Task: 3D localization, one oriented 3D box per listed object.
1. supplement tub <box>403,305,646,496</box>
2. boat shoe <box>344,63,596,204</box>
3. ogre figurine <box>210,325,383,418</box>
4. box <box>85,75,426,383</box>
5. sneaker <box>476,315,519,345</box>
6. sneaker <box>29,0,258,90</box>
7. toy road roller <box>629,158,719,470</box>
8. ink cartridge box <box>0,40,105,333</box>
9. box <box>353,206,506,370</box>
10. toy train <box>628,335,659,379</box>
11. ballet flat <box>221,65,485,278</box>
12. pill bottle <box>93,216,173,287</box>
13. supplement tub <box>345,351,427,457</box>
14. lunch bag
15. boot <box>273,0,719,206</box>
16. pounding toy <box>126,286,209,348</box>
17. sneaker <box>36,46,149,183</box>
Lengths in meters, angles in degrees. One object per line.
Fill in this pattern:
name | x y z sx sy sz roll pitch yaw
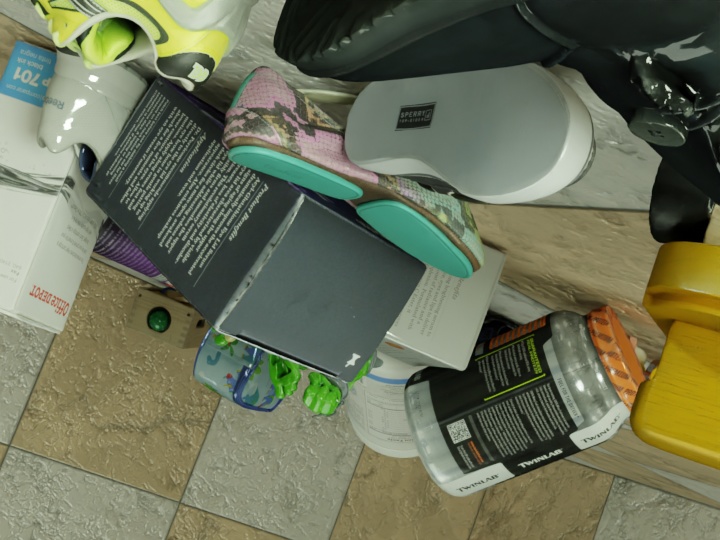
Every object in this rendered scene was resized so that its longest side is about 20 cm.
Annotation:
supplement tub | 0.149 0.114 1.064 0.199 0.124 0.122 -25 152 19
boat shoe | 0.063 -0.063 0.608 0.066 0.071 0.199 17 176 -29
ogre figurine | -0.058 0.058 1.146 0.119 0.099 0.199 -8 -157 -44
box | -0.076 -0.029 0.845 0.200 0.105 0.148 39 -173 40
sneaker | 0.120 0.072 1.370 0.198 0.071 0.078 15 166 8
sneaker | -0.139 -0.143 0.568 0.198 0.077 0.075 18 173 30
toy road roller | 0.198 0.031 0.576 0.122 0.147 0.200 17 171 28
ink cartridge box | -0.260 -0.062 0.971 0.085 0.202 0.146 20 172 3
box | 0.000 0.000 1.035 0.198 0.107 0.152 23 172 -12
toy train | 0.300 0.104 1.142 0.149 0.056 0.200 24 175 -22
ballet flat | 0.008 -0.064 0.723 0.199 0.072 0.069 27 164 -29
pill bottle | -0.243 -0.065 1.229 0.199 0.112 0.111 27 171 -34
supplement tub | 0.043 0.100 1.280 0.131 0.133 0.201 19 149 16
lunch bag | -0.098 0.058 1.343 0.082 0.201 0.161 26 172 16
boot | 0.078 -0.075 0.436 0.167 0.077 0.199 30 163 -29
pounding toy | -0.444 0.099 2.870 0.182 0.144 0.200 20 -177 12
sneaker | -0.173 -0.098 0.914 0.074 0.088 0.199 22 174 39
